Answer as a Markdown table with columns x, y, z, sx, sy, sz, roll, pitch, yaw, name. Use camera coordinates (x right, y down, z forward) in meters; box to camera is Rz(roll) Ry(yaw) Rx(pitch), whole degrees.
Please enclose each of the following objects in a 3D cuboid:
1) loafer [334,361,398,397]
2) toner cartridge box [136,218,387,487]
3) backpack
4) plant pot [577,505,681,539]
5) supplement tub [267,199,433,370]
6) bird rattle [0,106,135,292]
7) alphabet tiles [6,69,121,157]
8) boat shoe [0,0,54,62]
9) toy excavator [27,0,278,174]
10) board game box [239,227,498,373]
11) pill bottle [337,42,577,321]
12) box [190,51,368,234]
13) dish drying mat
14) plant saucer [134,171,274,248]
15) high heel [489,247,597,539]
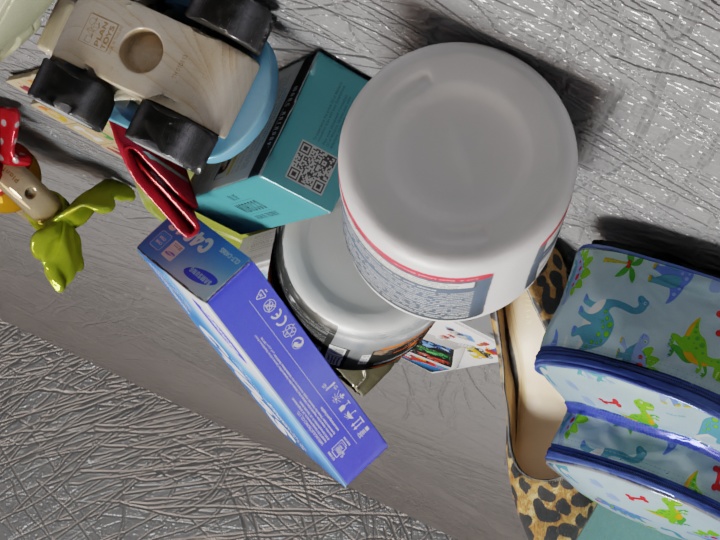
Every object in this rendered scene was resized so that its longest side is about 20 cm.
| x | y | z | sx | sy | sz | roll | pitch | yaw | name |
| --- | --- | --- | --- | --- | --- | --- | --- | --- | --- |
| -0.062 | 0.057 | 1.964 | 0.200 | 0.070 | 0.075 | 24 | 169 | 14 | loafer |
| -0.063 | 0.052 | 1.394 | 0.095 | 0.043 | 0.200 | 34 | 163 | 49 | toner cartridge box |
| 0.199 | 0.082 | 1.270 | 0.183 | 0.147 | 0.200 | 16 | 162 | 35 | backpack |
| 0.213 | 0.160 | 1.453 | 0.200 | 0.141 | 0.141 | 55 | 141 | 27 | plant pot |
| 0.000 | 0.000 | 1.408 | 0.122 | 0.123 | 0.200 | 26 | 170 | 0 | supplement tub |
| -0.309 | -0.075 | 1.834 | 0.200 | 0.113 | 0.163 | 35 | 173 | -31 | bird rattle |
| -0.177 | -0.102 | 1.650 | 0.200 | 0.006 | 0.166 | 31 | 169 | -23 | alphabet tiles |
| -0.226 | -0.170 | 1.289 | 0.068 | 0.072 | 0.200 | 53 | 160 | -6 | boat shoe |
| -0.129 | -0.121 | 1.251 | 0.194 | 0.100 | 0.200 | 25 | 178 | 15 | toy excavator |
| 0.017 | 0.020 | 1.611 | 0.200 | 0.035 | 0.126 | 27 | 159 | -26 | board game box |
| 0.048 | -0.037 | 1.129 | 0.120 | 0.120 | 0.200 | 25 | 169 | 5 | pill bottle |
| -0.051 | -0.073 | 1.291 | 0.049 | 0.082 | 0.200 | 28 | 170 | -15 | box |
| -0.138 | -0.088 | 1.360 | 0.077 | 0.018 | 0.200 | 48 | -172 | -25 | dish drying mat |
| -0.097 | -0.034 | 1.700 | 0.200 | 0.031 | 0.200 | 23 | 170 | 4 | plant saucer |
| 0.107 | 0.082 | 1.359 | 0.071 | 0.200 | 0.143 | -4 | 158 | 28 | high heel |
